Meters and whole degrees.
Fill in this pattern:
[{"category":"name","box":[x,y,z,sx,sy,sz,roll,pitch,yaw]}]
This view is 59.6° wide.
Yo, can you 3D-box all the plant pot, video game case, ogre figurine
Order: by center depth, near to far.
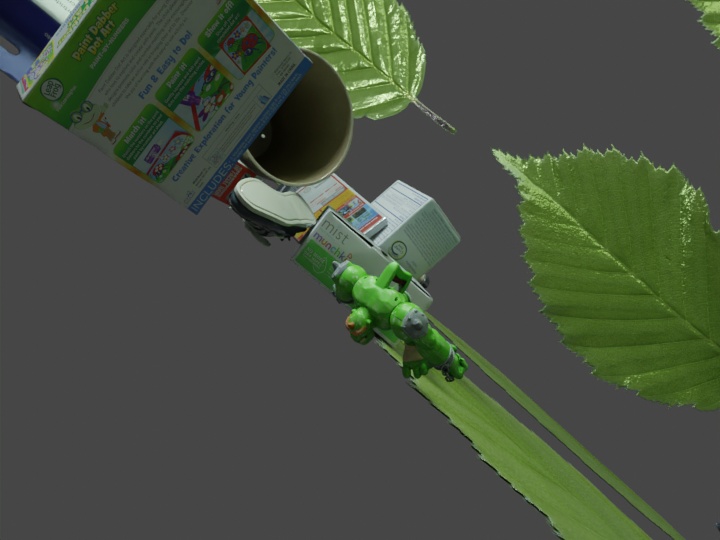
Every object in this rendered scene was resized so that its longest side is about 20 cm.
[{"category":"ogre figurine","box":[0.031,0.049,0.744,0.201,0.097,0.120,57,2,35]},{"category":"plant pot","box":[-0.137,-0.222,0.959,0.186,0.190,0.199,38,-14,-29]},{"category":"video game case","box":[-0.061,-0.096,1.129,0.200,0.142,0.018,44,-15,41]}]

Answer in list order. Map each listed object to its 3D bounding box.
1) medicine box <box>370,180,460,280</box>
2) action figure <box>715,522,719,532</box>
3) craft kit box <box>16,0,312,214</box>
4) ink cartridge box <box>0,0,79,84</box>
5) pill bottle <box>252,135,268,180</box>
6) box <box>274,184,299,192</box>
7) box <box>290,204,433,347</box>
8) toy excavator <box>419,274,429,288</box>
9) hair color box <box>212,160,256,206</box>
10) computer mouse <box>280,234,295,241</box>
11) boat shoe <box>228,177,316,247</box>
[{"category":"medicine box","box":[0.053,-0.050,1.152,0.103,0.199,0.182,49,0,-24]},{"category":"action figure","box":[0.719,0.605,1.225,0.193,0.103,0.203,43,25,-53]},{"category":"craft kit box","box":[-0.172,-0.183,0.589,0.048,0.201,0.197,42,3,40]},{"category":"ink cartridge box","box":[-0.299,-0.272,0.592,0.195,0.043,0.203,38,46,-25]},{"category":"pill bottle","box":[-0.222,-0.221,1.150,0.111,0.112,0.200,37,5,-31]},{"category":"box","box":[-0.080,-0.117,1.412,0.181,0.105,0.200,40,3,19]},{"category":"box","box":[0.000,0.000,0.961,0.199,0.097,0.177,40,5,-9]},{"category":"toy excavator","box":[0.101,-0.009,1.871,0.099,0.193,0.203,36,33,-34]},{"category":"hair color box","box":[-0.225,-0.159,0.800,0.111,0.064,0.200,42,5,17]},{"category":"computer mouse","box":[-0.179,-0.126,1.004,0.199,0.044,0.110,40,5,-10]},{"category":"boat shoe","box":[-0.123,-0.074,0.831,0.076,0.061,0.200,56,15,5]}]
